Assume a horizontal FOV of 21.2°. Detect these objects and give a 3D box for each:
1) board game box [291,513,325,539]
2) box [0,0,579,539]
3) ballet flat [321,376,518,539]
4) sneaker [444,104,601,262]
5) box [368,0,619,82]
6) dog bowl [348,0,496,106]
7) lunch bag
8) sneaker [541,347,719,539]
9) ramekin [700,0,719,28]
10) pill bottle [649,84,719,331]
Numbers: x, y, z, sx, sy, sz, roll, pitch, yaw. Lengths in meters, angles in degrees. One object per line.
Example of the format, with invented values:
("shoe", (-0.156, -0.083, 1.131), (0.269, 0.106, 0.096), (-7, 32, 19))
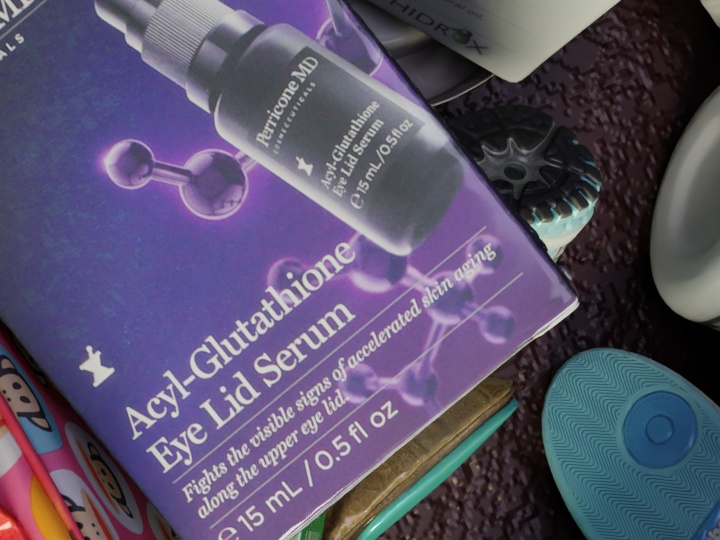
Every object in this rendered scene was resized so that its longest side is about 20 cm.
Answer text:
("board game box", (-0.085, 0.118, 0.713), (0.133, 0.029, 0.202), (8, 81, 17))
("box", (-0.047, -0.026, 0.628), (0.148, 0.104, 0.200), (-40, 94, 5))
("ballet flat", (-0.024, 0.096, 0.761), (0.072, 0.068, 0.200), (42, 77, 6))
("sneaker", (0.000, 0.000, 0.754), (0.198, 0.087, 0.078), (-9, 51, -24))
("box", (0.040, -0.217, 0.683), (0.199, 0.171, 0.200), (28, 70, -12))
("dog bowl", (-0.014, -0.152, 0.773), (0.198, 0.059, 0.202), (5, 76, -19))
("lunch bag", (-0.115, 0.067, 0.623), (0.082, 0.176, 0.201), (-34, 71, 2))
("sneaker", (0.165, 0.116, 0.817), (0.080, 0.130, 0.200), (-48, 65, 8))
("ramekin", (0.231, -0.170, 0.846), (0.198, 0.105, 0.203), (2, 85, -19))
("pill bottle", (0.233, -0.005, 0.827), (0.198, 0.112, 0.113), (19, 79, -16))
